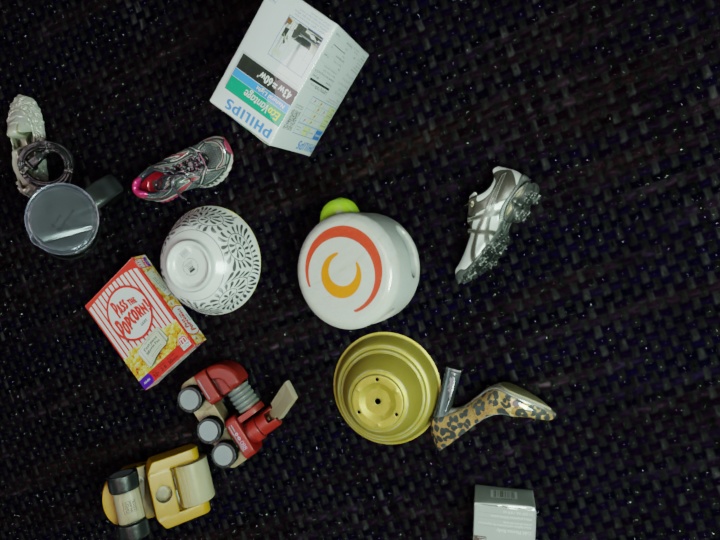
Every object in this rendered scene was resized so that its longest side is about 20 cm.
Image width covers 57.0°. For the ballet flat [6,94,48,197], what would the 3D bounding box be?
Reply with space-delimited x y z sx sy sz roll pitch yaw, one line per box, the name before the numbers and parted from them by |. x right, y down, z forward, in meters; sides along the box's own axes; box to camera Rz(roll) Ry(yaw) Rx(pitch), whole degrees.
ballet flat | -0.638 -0.239 1.265 0.070 0.072 0.204 -8 94 14

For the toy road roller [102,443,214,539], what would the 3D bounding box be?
toy road roller | -0.389 0.411 1.265 0.197 0.146 0.125 -14 94 -23

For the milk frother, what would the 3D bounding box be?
milk frother | -0.540 -0.132 1.171 0.199 0.188 0.182 35 76 -17

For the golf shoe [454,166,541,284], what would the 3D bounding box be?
golf shoe | 0.203 -0.074 1.078 0.094 0.077 0.202 40 103 24

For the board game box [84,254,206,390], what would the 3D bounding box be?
board game box | -0.406 0.098 1.250 0.151 0.046 0.201 -40 86 19

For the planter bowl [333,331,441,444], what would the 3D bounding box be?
planter bowl | 0.037 0.214 1.138 0.196 0.083 0.205 2 97 14

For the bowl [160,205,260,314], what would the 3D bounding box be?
bowl | -0.286 -0.013 1.188 0.196 0.094 0.205 2 97 13

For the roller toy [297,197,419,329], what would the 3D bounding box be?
roller toy | 0.000 0.000 1.094 0.180 0.139 0.203 28 105 20

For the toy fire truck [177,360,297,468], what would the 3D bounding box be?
toy fire truck | -0.206 0.233 1.191 0.198 0.129 0.178 -33 87 3

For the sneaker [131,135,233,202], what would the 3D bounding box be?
sneaker | -0.315 -0.174 1.186 0.197 0.075 0.082 -26 90 15

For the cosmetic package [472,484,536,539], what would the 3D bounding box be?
cosmetic package | 0.239 0.476 1.117 0.104 0.090 0.205 0 93 11

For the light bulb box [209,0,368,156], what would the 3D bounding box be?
light bulb box | -0.106 -0.308 1.055 0.124 0.198 0.202 35 102 9

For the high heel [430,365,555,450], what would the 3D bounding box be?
high heel | 0.215 0.256 1.101 0.197 0.071 0.145 16 96 26
